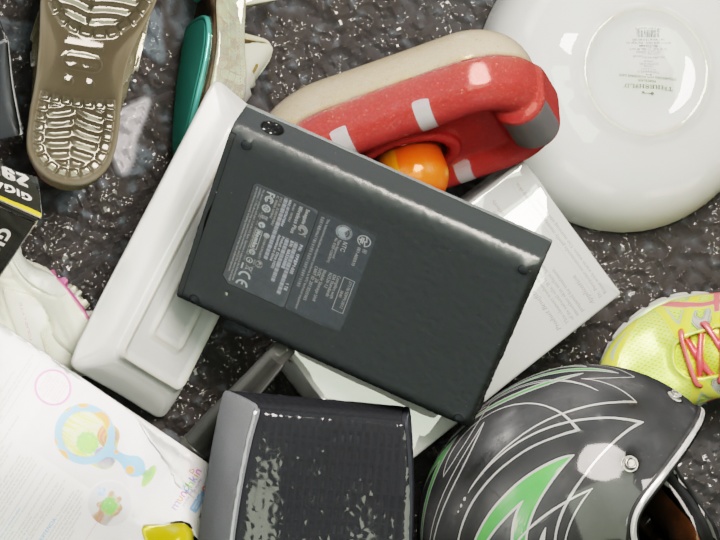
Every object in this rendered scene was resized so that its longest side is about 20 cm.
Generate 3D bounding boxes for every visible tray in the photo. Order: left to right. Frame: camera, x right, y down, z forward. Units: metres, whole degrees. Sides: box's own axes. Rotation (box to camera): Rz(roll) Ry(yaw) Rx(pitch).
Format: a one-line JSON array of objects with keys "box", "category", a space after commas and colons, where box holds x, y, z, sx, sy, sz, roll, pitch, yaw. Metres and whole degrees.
[{"box": [-0.102, -0.009, 1.666, 0.022, 0.107, 0.200, 21, 81, 35], "category": "tray"}]

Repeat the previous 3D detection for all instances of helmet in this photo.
[{"box": [0.133, 0.157, 1.651, 0.200, 0.200, 0.191, -23, 100, -11], "category": "helmet"}]

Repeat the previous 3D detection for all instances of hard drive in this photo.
[{"box": [-0.031, 0.178, 1.611, 0.135, 0.042, 0.200, 6, 86, -16], "category": "hard drive"}, {"box": [0.000, 0.000, 1.590, 0.200, 0.033, 0.140, 24, 127, 4], "category": "hard drive"}]

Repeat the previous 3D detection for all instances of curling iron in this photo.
[{"box": [-0.101, 0.123, 1.660, 0.050, 0.026, 0.200, 33, 102, -5], "category": "curling iron"}]

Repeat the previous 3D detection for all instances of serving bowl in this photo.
[{"box": [0.179, -0.128, 1.739, 0.200, 0.066, 0.200, 1, 86, -11], "category": "serving bowl"}]

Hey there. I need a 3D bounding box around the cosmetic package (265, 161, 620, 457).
[{"box": [0.052, 0.033, 1.699, 0.200, 0.081, 0.113, -36, 94, -10], "category": "cosmetic package"}]

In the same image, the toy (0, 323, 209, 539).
[{"box": [-0.180, 0.133, 1.625, 0.200, 0.047, 0.115, 33, 70, -3], "category": "toy"}]

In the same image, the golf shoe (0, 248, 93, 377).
[{"box": [-0.243, 0.001, 1.648, 0.092, 0.075, 0.200, -39, 94, -7], "category": "golf shoe"}]

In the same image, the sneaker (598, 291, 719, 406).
[{"box": [0.252, 0.044, 1.731, 0.200, 0.090, 0.078, -18, 92, -10], "category": "sneaker"}]

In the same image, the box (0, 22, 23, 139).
[{"box": [-0.319, -0.128, 1.601, 0.200, 0.141, 0.079, -13, 131, -11], "category": "box"}]

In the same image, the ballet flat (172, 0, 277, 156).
[{"box": [-0.080, -0.162, 1.692, 0.062, 0.067, 0.200, 6, 86, -17], "category": "ballet flat"}]

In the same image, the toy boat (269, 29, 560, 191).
[{"box": [0.031, -0.054, 1.629, 0.200, 0.131, 0.131, -19, 68, 11], "category": "toy boat"}]

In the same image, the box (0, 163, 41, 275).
[{"box": [-0.307, -0.002, 1.572, 0.160, 0.049, 0.200, 26, 118, -25], "category": "box"}]

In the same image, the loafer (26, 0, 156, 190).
[{"box": [-0.176, -0.139, 1.673, 0.076, 0.068, 0.200, 17, 68, -11], "category": "loafer"}]
